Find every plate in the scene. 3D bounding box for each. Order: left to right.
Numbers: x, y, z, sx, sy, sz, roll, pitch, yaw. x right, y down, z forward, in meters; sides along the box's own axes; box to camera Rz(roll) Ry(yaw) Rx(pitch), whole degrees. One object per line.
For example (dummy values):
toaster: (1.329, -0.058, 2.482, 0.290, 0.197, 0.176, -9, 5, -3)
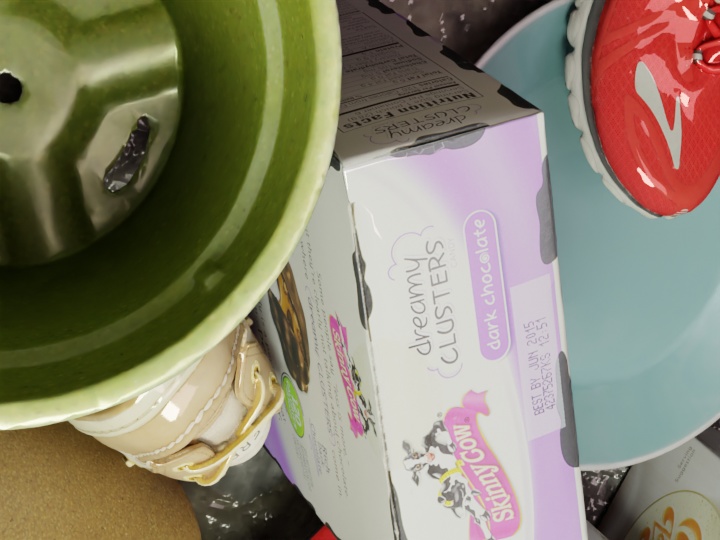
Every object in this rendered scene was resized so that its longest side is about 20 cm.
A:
plate: (0.101, -0.018, 0.905, 0.199, 0.026, 0.201, -6, 103, -26)

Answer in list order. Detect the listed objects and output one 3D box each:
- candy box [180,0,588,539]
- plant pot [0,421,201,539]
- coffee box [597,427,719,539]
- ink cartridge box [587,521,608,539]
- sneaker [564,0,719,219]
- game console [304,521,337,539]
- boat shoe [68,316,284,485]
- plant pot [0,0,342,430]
candy box: (0.000, 0.000, 0.782, 0.071, 0.200, 0.168, -16, 116, -17)
plant pot: (-0.161, 0.104, 0.785, 0.200, 0.186, 0.187, 11, 107, -45)
coffee box: (0.139, 0.180, 0.964, 0.080, 0.114, 0.201, 22, 102, -30)
ink cartridge box: (0.030, 0.200, 0.887, 0.200, 0.085, 0.144, -55, 155, 20)
sneaker: (0.138, -0.117, 0.842, 0.077, 0.085, 0.201, 14, 91, -27)
game console: (-0.025, 0.177, 0.895, 0.200, 0.031, 0.177, -45, 151, -1)
boat shoe: (-0.059, 0.038, 0.768, 0.069, 0.200, 0.074, 42, 87, -9)
plant pot: (-0.115, -0.061, 0.700, 0.199, 0.184, 0.201, 0, 93, -8)
